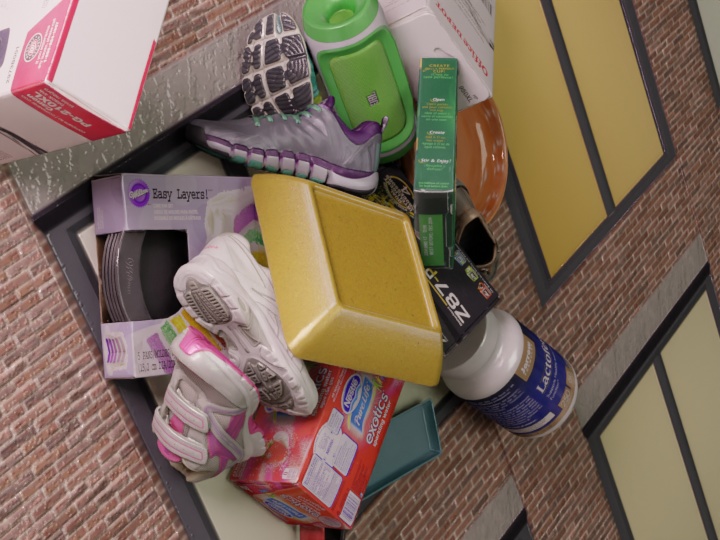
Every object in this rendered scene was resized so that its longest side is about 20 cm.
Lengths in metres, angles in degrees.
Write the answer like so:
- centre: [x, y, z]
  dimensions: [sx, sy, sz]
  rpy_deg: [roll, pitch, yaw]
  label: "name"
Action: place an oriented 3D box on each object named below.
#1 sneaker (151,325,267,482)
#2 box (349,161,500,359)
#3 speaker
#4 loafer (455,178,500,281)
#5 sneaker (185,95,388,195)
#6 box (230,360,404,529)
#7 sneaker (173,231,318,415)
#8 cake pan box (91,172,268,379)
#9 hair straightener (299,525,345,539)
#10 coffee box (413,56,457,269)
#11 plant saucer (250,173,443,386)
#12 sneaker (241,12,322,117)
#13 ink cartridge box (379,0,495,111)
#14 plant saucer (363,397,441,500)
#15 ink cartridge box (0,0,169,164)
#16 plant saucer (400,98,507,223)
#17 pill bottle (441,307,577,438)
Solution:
- centre: [-0.142, 0.131, 1.152]
  dimensions: [0.088, 0.081, 0.201]
  rpy_deg: [-37, 146, -22]
  label: "sneaker"
- centre: [0.048, -0.008, 1.381]
  dimensions: [0.201, 0.049, 0.161]
  rpy_deg: [53, 36, 0]
  label: "box"
- centre: [0.002, -0.205, 1.356]
  dimensions: [0.089, 0.088, 0.201]
  rpy_deg: [-65, 150, -30]
  label: "speaker"
- centre: [0.127, -0.028, 1.498]
  dimensions: [0.072, 0.063, 0.200]
  rpy_deg: [-38, 145, -5]
  label: "loafer"
- centre: [-0.071, -0.137, 1.261]
  dimensions: [0.198, 0.074, 0.088]
  rpy_deg: [13, 93, -20]
  label: "sneaker"
- centre: [-0.037, 0.149, 1.305]
  dimensions: [0.100, 0.095, 0.201]
  rpy_deg: [46, 53, -38]
  label: "box"
- centre: [-0.086, 0.047, 1.200]
  dimensions: [0.201, 0.077, 0.100]
  rpy_deg: [61, 43, -28]
  label: "sneaker"
- centre: [-0.163, 0.002, 1.206]
  dimensions: [0.199, 0.052, 0.186]
  rpy_deg: [-1, 85, -50]
  label: "cake pan box"
- centre: [-0.025, 0.352, 1.346]
  dimensions: [0.077, 0.041, 0.202]
  rpy_deg: [-4, 90, -50]
  label: "hair straightener"
- centre: [0.080, -0.115, 1.354]
  dimensions: [0.124, 0.043, 0.201]
  rpy_deg: [85, 7, -51]
  label: "coffee box"
- centre: [0.000, 0.000, 1.233]
  dimensions: [0.199, 0.048, 0.202]
  rpy_deg: [17, 48, -42]
  label: "plant saucer"
- centre: [-0.068, -0.168, 1.333]
  dimensions: [0.080, 0.077, 0.202]
  rpy_deg: [-51, 130, -63]
  label: "sneaker"
- centre: [0.084, -0.293, 1.454]
  dimensions: [0.145, 0.084, 0.201]
  rpy_deg: [46, 35, -36]
  label: "ink cartridge box"
- centre: [0.023, 0.205, 1.433]
  dimensions: [0.199, 0.019, 0.071]
  rpy_deg: [-21, 102, -50]
  label: "plant saucer"
- centre: [-0.250, -0.174, 1.003]
  dimensions: [0.084, 0.199, 0.146]
  rpy_deg: [30, 65, -41]
  label: "ink cartridge box"
- centre: [0.109, -0.143, 1.551]
  dimensions: [0.199, 0.037, 0.202]
  rpy_deg: [4, 84, -49]
  label: "plant saucer"
- centre: [0.165, 0.114, 1.534]
  dimensions: [0.200, 0.115, 0.117]
  rpy_deg: [35, 61, -42]
  label: "pill bottle"
